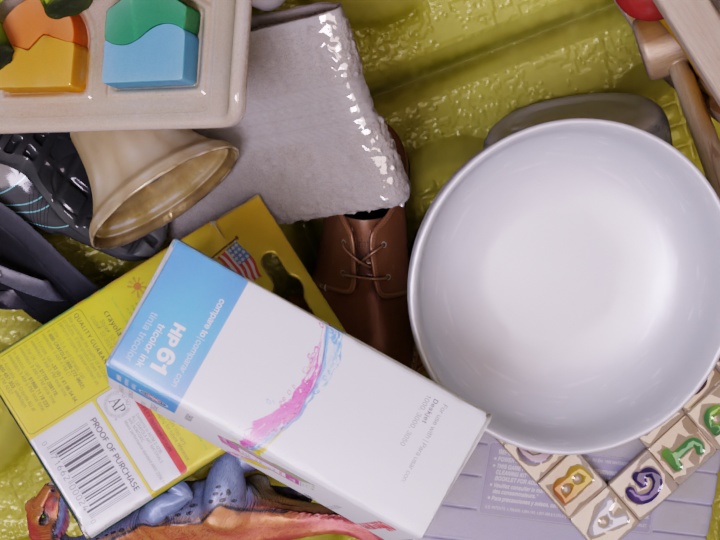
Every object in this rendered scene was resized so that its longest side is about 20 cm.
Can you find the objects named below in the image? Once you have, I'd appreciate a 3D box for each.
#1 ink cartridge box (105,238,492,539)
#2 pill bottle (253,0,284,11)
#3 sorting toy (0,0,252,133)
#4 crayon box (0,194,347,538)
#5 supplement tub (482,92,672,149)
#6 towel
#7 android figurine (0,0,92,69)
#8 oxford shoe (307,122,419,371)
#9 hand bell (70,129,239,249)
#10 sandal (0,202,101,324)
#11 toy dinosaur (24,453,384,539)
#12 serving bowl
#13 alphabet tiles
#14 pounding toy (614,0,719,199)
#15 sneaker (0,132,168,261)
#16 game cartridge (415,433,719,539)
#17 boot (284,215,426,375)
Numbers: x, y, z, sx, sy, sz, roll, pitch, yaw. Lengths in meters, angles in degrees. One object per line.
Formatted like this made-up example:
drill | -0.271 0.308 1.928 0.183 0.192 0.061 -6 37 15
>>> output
ink cartridge box | -0.039 0.073 1.178 0.200 0.145 0.085 28 80 -2
pill bottle | -0.040 -0.264 1.230 0.113 0.113 0.200 33 101 -19
sorting toy | -0.146 -0.172 1.186 0.200 0.036 0.185 0 83 30
crayon box | -0.114 0.059 1.272 0.200 0.051 0.127 -32 87 -7
supplement tub | 0.153 -0.006 1.352 0.122 0.123 0.200 -13 111 -6
towel | -0.069 -0.088 1.272 0.200 0.034 0.133 -6 116 35
android figurine | -0.228 -0.218 1.195 0.182 0.041 0.200 -31 73 19
oxford shoe | 0.000 0.000 1.297 0.071 0.071 0.200 -2 79 2
hand bell | -0.169 -0.124 1.250 0.104 0.104 0.200 -34 79 2
sandal | -0.217 0.005 1.295 0.200 0.076 0.043 39 60 -28
toy dinosaur | -0.111 0.149 1.307 0.181 0.200 0.105 -35 144 -16
serving bowl | 0.121 0.006 1.236 0.200 0.066 0.200 -2 99 -10
alphabet tiles | 0.149 0.053 1.286 0.167 0.008 0.200 -42 104 -1
pounding toy | 0.213 -0.155 1.278 0.142 0.184 0.200 -35 112 3
sneaker | -0.211 -0.066 1.291 0.200 0.075 0.079 34 145 -16
game cartridge | 0.127 0.154 1.318 0.200 0.038 0.130 9 89 -15
boot | -0.019 0.032 1.367 0.155 0.077 0.200 15 112 -11
